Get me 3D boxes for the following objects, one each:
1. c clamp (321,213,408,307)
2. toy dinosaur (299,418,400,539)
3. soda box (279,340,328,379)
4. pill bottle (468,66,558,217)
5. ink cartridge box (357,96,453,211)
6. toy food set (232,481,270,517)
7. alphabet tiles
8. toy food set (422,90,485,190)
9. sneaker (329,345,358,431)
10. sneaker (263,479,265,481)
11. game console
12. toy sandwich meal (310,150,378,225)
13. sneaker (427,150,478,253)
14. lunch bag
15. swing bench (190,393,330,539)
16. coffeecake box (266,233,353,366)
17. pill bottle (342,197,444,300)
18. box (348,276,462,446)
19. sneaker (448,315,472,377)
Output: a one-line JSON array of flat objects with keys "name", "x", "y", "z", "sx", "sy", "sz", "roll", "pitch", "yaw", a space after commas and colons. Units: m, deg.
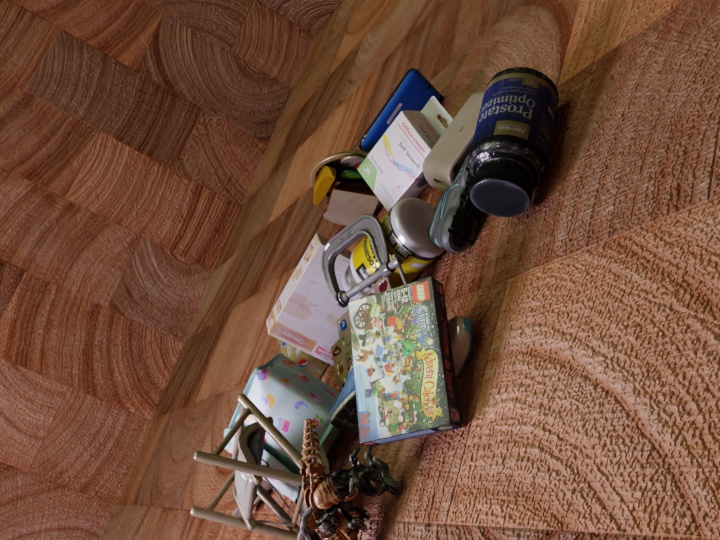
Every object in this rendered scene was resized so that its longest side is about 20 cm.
[{"name": "c clamp", "x": 0.000, "y": 0.000, "z": 1.305, "sx": 0.199, "sy": 0.027, "sz": 0.172, "roll": -27, "pitch": 73, "yaw": 48}, {"name": "toy dinosaur", "x": -0.028, "y": 0.302, "z": 1.063, "sx": 0.102, "sy": 0.135, "sz": 0.202, "roll": 12, "pitch": 117, "yaw": 56}, {"name": "soda box", "x": -0.121, "y": 0.163, "z": 1.635, "sx": 0.064, "sy": 0.067, "sz": 0.200, "roll": -59, "pitch": 19, "yaw": 12}, {"name": "pill bottle", "x": 0.216, "y": -0.181, "z": 1.122, "sx": 0.112, "sy": 0.111, "sz": 0.201, "roll": -35, "pitch": 33, "yaw": 55}, {"name": "ink cartridge box", "x": 0.095, "y": -0.222, "z": 1.492, "sx": 0.117, "sy": 0.067, "sz": 0.200, "roll": 54, "pitch": 127, "yaw": 19}, {"name": "toy food set", "x": -0.206, "y": 0.373, "z": 1.563, "sx": 0.144, "sy": 0.060, "sz": 0.201, "roll": -53, "pitch": 20, "yaw": 27}, {"name": "alphabet tiles", "x": 0.011, "y": 0.127, "z": 1.319, "sx": 0.200, "sy": 0.007, "sz": 0.168, "roll": -46, "pitch": 48, "yaw": 42}, {"name": "toy food set", "x": 0.194, "y": -0.225, "z": 1.350, "sx": 0.201, "sy": 0.060, "sz": 0.143, "roll": -54, "pitch": 18, "yaw": 2}, {"name": "sneaker", "x": 0.017, "y": 0.162, "z": 1.227, "sx": 0.201, "sy": 0.078, "sz": 0.089, "roll": -54, "pitch": 32, "yaw": 8}, {"name": "sneaker", "x": -0.114, "y": 0.299, "z": 1.447, "sx": 0.082, "sy": 0.078, "sz": 0.201, "roll": -4, "pitch": 52, "yaw": 38}, {"name": "game console", "x": 0.073, "y": -0.320, "z": 1.682, "sx": 0.118, "sy": 0.170, "sz": 0.201, "roll": 36, "pitch": 92, "yaw": 45}, {"name": "toy sandwich meal", "x": -0.017, "y": -0.171, "z": 1.652, "sx": 0.205, "sy": 0.204, "sz": 0.071, "roll": -40, "pitch": 42, "yaw": 49}, {"name": "sneaker", "x": 0.162, "y": -0.128, "z": 1.237, "sx": 0.079, "sy": 0.075, "sz": 0.201, "roll": 21, "pitch": 84, "yaw": 60}, {"name": "lunch bag", "x": -0.131, "y": 0.272, "z": 1.328, "sx": 0.201, "sy": 0.170, "sz": 0.122, "roll": -61, "pitch": -12, "yaw": 16}, {"name": "swing bench", "x": -0.141, "y": 0.331, "z": 1.197, "sx": 0.130, "sy": 0.199, "sz": 0.200, "roll": -53, "pitch": -13, "yaw": -42}, {"name": "coffeecake box", "x": -0.064, "y": 0.058, "z": 1.489, "sx": 0.201, "sy": 0.153, "sz": 0.073, "roll": -59, "pitch": 18, "yaw": 11}, {"name": "pill bottle", "x": 0.053, "y": -0.025, "z": 1.348, "sx": 0.200, "sy": 0.112, "sz": 0.113, "roll": -46, "pitch": 24, "yaw": 42}, {"name": "box", "x": 0.056, "y": 0.123, "z": 1.057, "sx": 0.136, "sy": 0.038, "sz": 0.202, "roll": -19, "pitch": 64, "yaw": 28}, {"name": "sneaker", "x": 0.082, "y": 0.129, "z": 1.106, "sx": 0.200, "sy": 0.080, "sz": 0.077, "roll": -48, "pitch": 21, "yaw": 35}]
